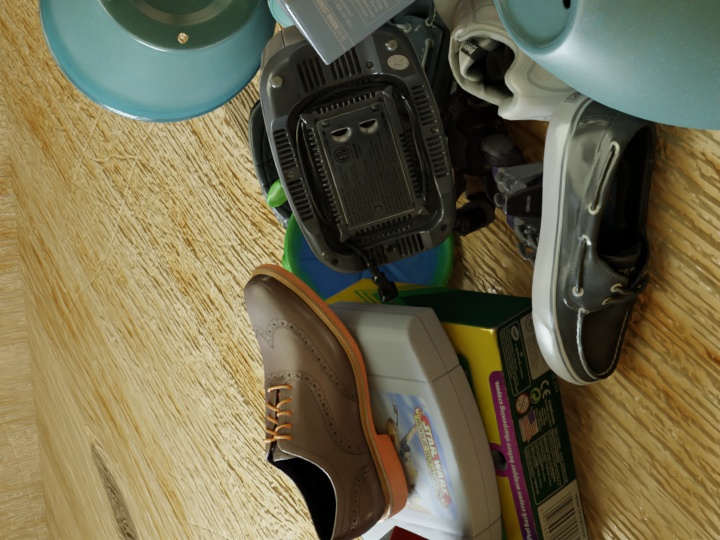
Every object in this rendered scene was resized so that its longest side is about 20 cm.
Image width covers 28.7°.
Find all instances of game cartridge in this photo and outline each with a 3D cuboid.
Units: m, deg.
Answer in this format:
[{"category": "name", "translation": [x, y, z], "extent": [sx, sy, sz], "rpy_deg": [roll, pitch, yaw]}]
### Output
[{"category": "game cartridge", "translation": [0.032, 0.119, 0.992], "extent": [0.133, 0.042, 0.200], "rpy_deg": [5, 116, 52]}]

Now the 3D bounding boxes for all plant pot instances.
[{"category": "plant pot", "translation": [-0.151, -0.224, 1.099], "extent": [0.188, 0.200, 0.200], "rpy_deg": [-177, 77, -78]}, {"category": "plant pot", "translation": [0.144, -0.161, 0.711], "extent": [0.200, 0.135, 0.200], "rpy_deg": [168, 90, -68]}]

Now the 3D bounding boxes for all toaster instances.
[{"category": "toaster", "translation": [-0.002, -0.090, 0.980], "extent": [0.129, 0.114, 0.200], "rpy_deg": [-105, -4, -67]}]

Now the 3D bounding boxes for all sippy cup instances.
[{"category": "sippy cup", "translation": [0.000, 0.000, 1.162], "extent": [0.130, 0.140, 0.178], "rpy_deg": [112, 152, -72]}]

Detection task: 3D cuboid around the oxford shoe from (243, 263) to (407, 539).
[{"category": "oxford shoe", "translation": [-0.036, 0.092, 0.964], "extent": [0.071, 0.073, 0.200], "rpy_deg": [-22, 95, 52]}]

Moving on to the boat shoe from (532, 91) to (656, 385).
[{"category": "boat shoe", "translation": [0.147, -0.011, 0.864], "extent": [0.057, 0.069, 0.200], "rpy_deg": [26, 131, 45]}]

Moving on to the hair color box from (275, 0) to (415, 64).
[{"category": "hair color box", "translation": [0.028, -0.228, 0.878], "extent": [0.061, 0.200, 0.099], "rpy_deg": [51, -177, -45]}]

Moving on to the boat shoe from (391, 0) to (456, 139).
[{"category": "boat shoe", "translation": [0.039, -0.166, 1.058], "extent": [0.073, 0.062, 0.200], "rpy_deg": [-131, 38, -57]}]

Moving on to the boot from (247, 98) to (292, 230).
[{"category": "boot", "translation": [-0.065, -0.089, 1.276], "extent": [0.204, 0.073, 0.154], "rpy_deg": [62, 172, -33]}]

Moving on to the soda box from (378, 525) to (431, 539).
[{"category": "soda box", "translation": [0.093, 0.246, 0.949], "extent": [0.063, 0.200, 0.070], "rpy_deg": [124, 169, -60]}]

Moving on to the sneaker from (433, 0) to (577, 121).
[{"category": "sneaker", "translation": [0.089, -0.155, 0.924], "extent": [0.200, 0.081, 0.075], "rpy_deg": [-127, 32, -50]}]

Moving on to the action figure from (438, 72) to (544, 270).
[{"category": "action figure", "translation": [0.092, -0.073, 0.971], "extent": [0.200, 0.069, 0.130], "rpy_deg": [-127, 21, -55]}]

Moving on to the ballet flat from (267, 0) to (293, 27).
[{"category": "ballet flat", "translation": [0.021, -0.227, 0.999], "extent": [0.200, 0.069, 0.069], "rpy_deg": [-22, 79, 38]}]

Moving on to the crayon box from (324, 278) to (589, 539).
[{"category": "crayon box", "translation": [0.067, 0.112, 1.023], "extent": [0.173, 0.058, 0.200], "rpy_deg": [8, 118, 47]}]
